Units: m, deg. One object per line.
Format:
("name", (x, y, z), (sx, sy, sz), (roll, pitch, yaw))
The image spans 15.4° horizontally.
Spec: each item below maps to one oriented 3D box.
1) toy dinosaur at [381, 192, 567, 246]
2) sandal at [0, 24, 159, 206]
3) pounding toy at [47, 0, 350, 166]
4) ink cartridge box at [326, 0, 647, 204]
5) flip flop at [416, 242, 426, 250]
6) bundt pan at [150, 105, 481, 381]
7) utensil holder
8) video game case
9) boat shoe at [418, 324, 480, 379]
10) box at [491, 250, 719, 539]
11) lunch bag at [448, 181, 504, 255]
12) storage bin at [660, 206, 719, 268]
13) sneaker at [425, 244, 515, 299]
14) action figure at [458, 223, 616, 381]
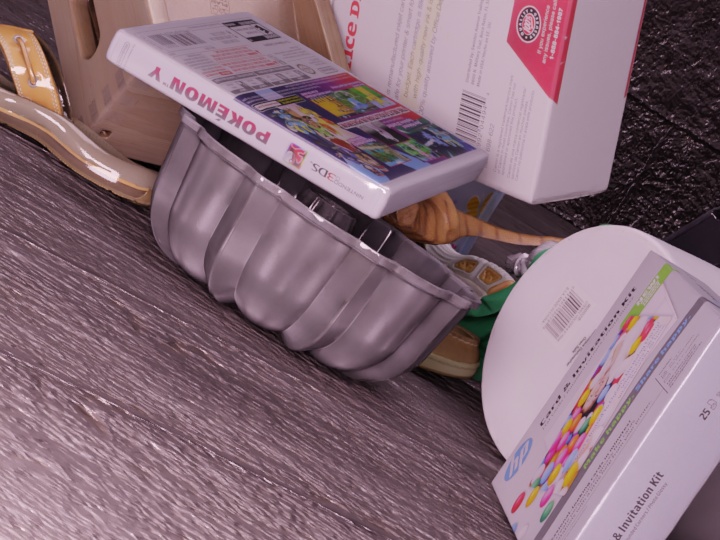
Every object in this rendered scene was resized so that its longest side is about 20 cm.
("toy dinosaur", (0.042, -0.034, 1.644), (0.106, 0.061, 0.200), (40, 16, 25))
("sandal", (-0.192, -0.109, 1.565), (0.200, 0.054, 0.080), (34, 6, 0))
("pounding toy", (-0.112, -0.157, 1.757), (0.183, 0.142, 0.201), (13, 46, -35))
("ink cartridge box", (0.075, -0.145, 1.725), (0.200, 0.146, 0.083), (26, 25, 38))
("flip flop", (0.013, -0.020, 1.821), (0.081, 0.058, 0.200), (1, 37, -5))
("bundt pan", (-0.036, -0.007, 1.482), (0.201, 0.076, 0.202), (34, 6, -4))
("utensil holder", (0.195, 0.080, 1.592), (0.200, 0.170, 0.170), (25, 10, -40))
("video game case", (-0.032, -0.093, 1.540), (0.182, 0.023, 0.200), (31, 16, 12))
("boat shoe", (-0.001, -0.001, 1.675), (0.200, 0.063, 0.073), (33, 6, -9))
("box", (0.135, 0.078, 1.333), (0.041, 0.156, 0.200), (33, 7, -8))
("lunch bag", (0.035, -0.107, 2.049), (0.127, 0.200, 0.170), (29, 8, -36))
("storage bin", (0.264, 0.063, 1.755), (0.094, 0.135, 0.201), (-11, 72, -53))
("sneaker", (0.051, 0.014, 1.880), (0.200, 0.076, 0.088), (42, -7, 42))
("action figure", (0.120, 0.022, 1.695), (0.118, 0.055, 0.200), (24, -29, -11))
